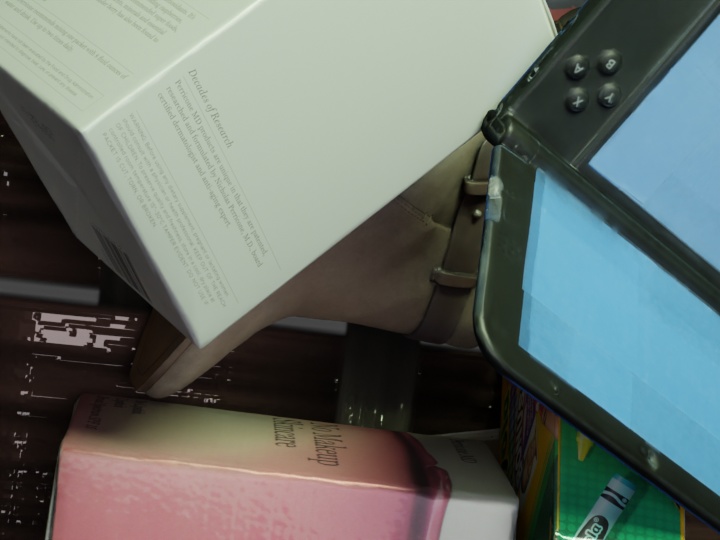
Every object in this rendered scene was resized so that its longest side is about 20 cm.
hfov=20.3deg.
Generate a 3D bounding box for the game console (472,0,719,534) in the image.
[{"bbox_3d":[0.151,-0.007,0.817,0.199,0.119,0.171,35,103,-29],"label":"game console"}]

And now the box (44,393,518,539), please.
[{"bbox_3d":[-0.039,0.128,0.898,0.198,0.128,0.110,7,96,-5],"label":"box"}]

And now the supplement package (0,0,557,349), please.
[{"bbox_3d":[-0.038,-0.091,0.824,0.199,0.121,0.120,-38,130,-14],"label":"supplement package"}]

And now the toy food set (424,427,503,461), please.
[{"bbox_3d":[0.093,0.172,1.003,0.142,0.060,0.202,-5,98,-17],"label":"toy food set"}]

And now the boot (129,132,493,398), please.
[{"bbox_3d":[0.000,0.000,0.953,0.146,0.070,0.201,29,100,-30],"label":"boot"}]

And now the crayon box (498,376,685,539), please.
[{"bbox_3d":[0.101,0.071,0.906,0.058,0.119,0.201,10,51,-5],"label":"crayon box"}]

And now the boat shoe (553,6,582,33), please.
[{"bbox_3d":[0.138,-0.039,0.984,0.060,0.072,0.203,-20,114,3],"label":"boat shoe"}]

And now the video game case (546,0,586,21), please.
[{"bbox_3d":[0.086,-0.186,0.977,0.141,0.017,0.202,-5,98,-17],"label":"video game case"}]
